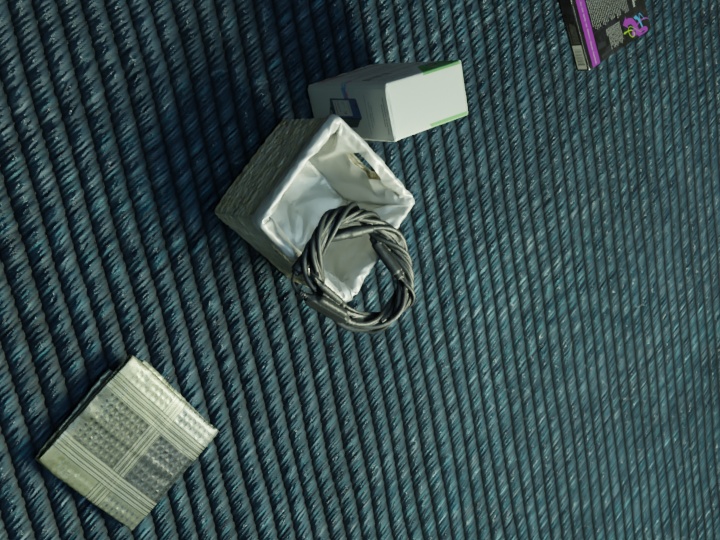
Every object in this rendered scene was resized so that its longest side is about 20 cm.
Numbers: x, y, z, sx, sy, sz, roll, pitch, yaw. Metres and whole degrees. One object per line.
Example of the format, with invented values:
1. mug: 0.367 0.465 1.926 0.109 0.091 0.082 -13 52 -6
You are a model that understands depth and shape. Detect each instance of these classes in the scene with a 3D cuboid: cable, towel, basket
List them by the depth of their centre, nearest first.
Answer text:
1. cable: 0.000 0.000 1.263 0.200 0.051 0.163 30 76 -32
2. towel: -0.325 0.240 1.274 0.193 0.035 0.200 -49 124 -16
3. basket: -0.069 -0.092 1.319 0.198 0.161 0.200 43 72 -32

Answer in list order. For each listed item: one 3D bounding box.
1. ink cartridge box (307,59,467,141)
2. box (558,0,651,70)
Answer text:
1. ink cartridge box: 0.038 -0.255 1.346 0.145 0.200 0.088 -25 114 -31
2. box: 0.469 -0.487 1.720 0.200 0.036 0.143 -34 117 -25
